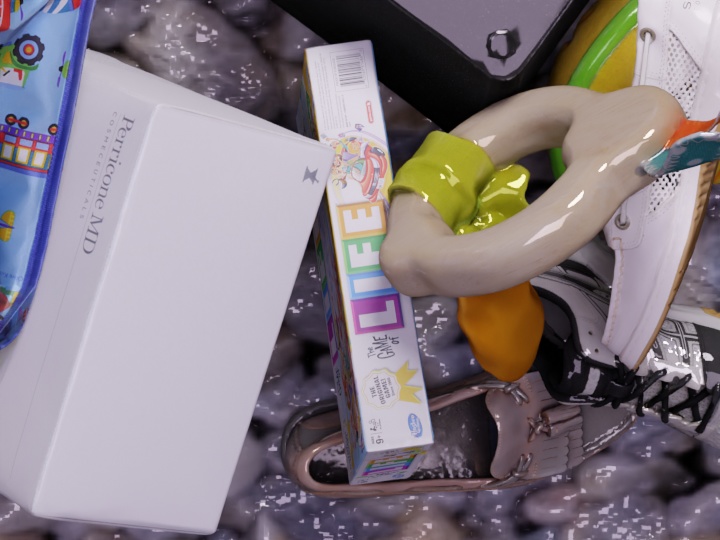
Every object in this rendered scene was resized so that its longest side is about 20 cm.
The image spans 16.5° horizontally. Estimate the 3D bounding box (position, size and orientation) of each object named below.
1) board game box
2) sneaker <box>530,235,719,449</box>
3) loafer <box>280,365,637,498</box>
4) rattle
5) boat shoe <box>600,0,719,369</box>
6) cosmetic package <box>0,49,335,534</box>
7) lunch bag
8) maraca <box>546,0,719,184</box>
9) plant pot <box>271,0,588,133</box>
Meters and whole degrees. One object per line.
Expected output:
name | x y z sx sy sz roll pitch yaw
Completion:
board game box | 0.000 0.000 1.254 0.034 0.134 0.201 -8 79 -5
sneaker | 0.140 0.052 1.297 0.200 0.088 0.076 31 132 17
loafer | 0.057 0.091 1.338 0.199 0.063 0.072 -10 98 -3
rattle | 0.119 -0.015 1.154 0.199 0.130 0.143 -18 108 24
boat shoe | 0.139 -0.050 1.217 0.069 0.071 0.201 15 113 8
cosmetic package | -0.142 -0.001 1.224 0.123 0.200 0.200 11 99 -46
lunch bag | -0.204 -0.063 1.159 0.094 0.150 0.201 -15 118 -44
maraca | 0.175 -0.111 1.296 0.200 0.137 0.107 -42 55 -8
plant pot | 0.049 -0.190 1.241 0.199 0.177 0.200 36 93 -9
